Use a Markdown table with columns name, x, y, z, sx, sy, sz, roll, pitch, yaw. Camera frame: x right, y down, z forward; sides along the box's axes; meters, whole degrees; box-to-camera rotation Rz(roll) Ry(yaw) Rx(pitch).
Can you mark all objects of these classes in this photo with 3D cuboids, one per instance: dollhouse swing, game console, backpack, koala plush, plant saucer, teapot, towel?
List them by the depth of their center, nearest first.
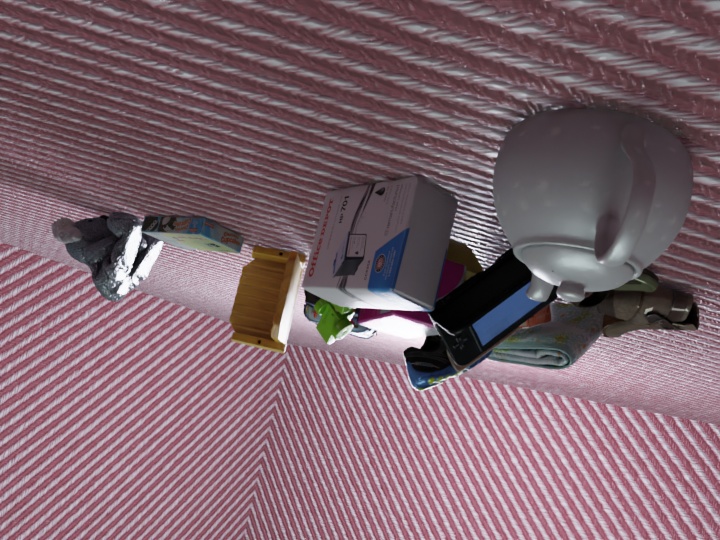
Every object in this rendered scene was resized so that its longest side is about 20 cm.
| name | x | y | z | sx | sy | sz | roll | pitch | yaw |
| --- | --- | --- | --- | --- | --- | --- | --- | --- | --- |
| teapot | 0.207 | -0.046 | 0.670 | 0.194 | 0.150 | 0.198 | 2 | 163 | 43 |
| game console | 0.194 | 0.041 | 0.899 | 0.177 | 0.198 | 0.117 | 58 | 177 | -40 |
| plant saucer | 0.077 | -0.030 | 1.164 | 0.196 | 0.050 | 0.199 | 19 | 167 | -21 |
| towel | 0.333 | 0.110 | 1.308 | 0.197 | 0.049 | 0.170 | 2 | -152 | 47 |
| dollhouse swing | -0.203 | 0.048 | 1.484 | 0.177 | 0.206 | 0.176 | 10 | 169 | 16 |
| backpack | -0.023 | 0.066 | 1.535 | 0.177 | 0.138 | 0.200 | 13 | 172 | 7 |
| koala plush | -0.576 | -0.050 | 1.606 | 0.196 | 0.188 | 0.178 | 23 | 171 | 14 |

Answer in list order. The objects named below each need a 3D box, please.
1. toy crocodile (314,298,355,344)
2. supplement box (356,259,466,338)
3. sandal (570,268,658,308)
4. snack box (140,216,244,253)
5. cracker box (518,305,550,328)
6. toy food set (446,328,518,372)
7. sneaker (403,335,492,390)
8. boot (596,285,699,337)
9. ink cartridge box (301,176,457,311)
| name | x | y | z | sx | sy | sz | roll | pitch | yaw |
| --- | --- | --- | --- | --- | --- | --- | --- | --- | --- |
| toy crocodile | -0.027 | 0.048 | 1.182 | 0.061 | 0.068 | 0.202 | -22 | 149 | -37 |
| supplement box | 0.074 | 0.041 | 1.119 | 0.099 | 0.106 | 0.200 | 17 | 170 | -13 |
| sandal | 0.341 | 0.025 | 1.078 | 0.079 | 0.059 | 0.199 | 22 | 166 | -36 |
| snack box | -0.348 | -0.074 | 1.494 | 0.196 | 0.038 | 0.115 | 5 | 166 | 38 |
| cracker box | 0.223 | 0.075 | 1.284 | 0.196 | 0.060 | 0.133 | -8 | 178 | 32 |
| toy food set | 0.209 | 0.065 | 1.078 | 0.061 | 0.142 | 0.202 | 47 | 153 | 25 |
| sneaker | 0.146 | 0.130 | 1.182 | 0.196 | 0.084 | 0.071 | -13 | 162 | -42 |
| boot | 0.455 | 0.072 | 1.142 | 0.143 | 0.072 | 0.199 | 5 | 166 | 29 |
| ink cartridge box | 0.022 | -0.031 | 0.962 | 0.085 | 0.151 | 0.197 | 23 | 165 | -37 |
